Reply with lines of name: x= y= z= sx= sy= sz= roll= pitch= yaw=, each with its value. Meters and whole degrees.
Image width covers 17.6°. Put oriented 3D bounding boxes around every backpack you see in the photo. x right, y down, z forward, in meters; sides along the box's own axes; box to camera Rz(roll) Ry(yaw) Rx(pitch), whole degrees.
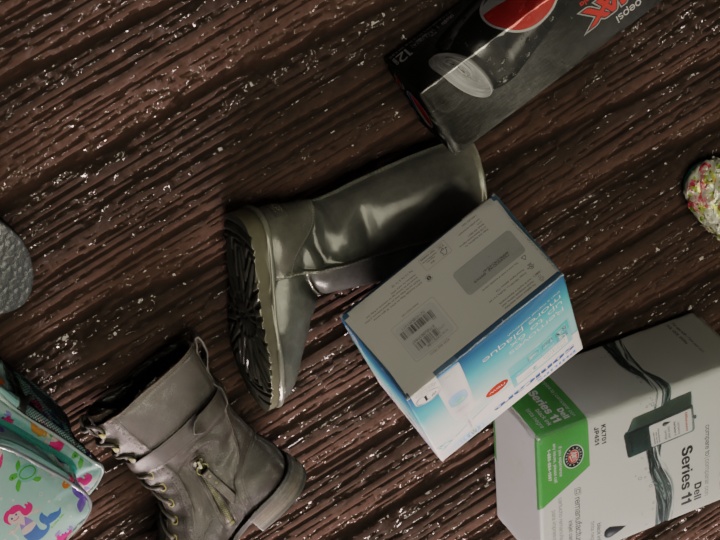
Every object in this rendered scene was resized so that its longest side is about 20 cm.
backpack: x=-0.295 y=0.140 z=1.607 sx=0.178 sy=0.151 sz=0.200 roll=-45 pitch=124 yaw=1

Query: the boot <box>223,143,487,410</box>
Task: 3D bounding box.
boot: x=0.001 y=0.002 z=1.740 sx=0.199 sy=0.073 sz=0.183 roll=-18 pitch=128 yaw=-27

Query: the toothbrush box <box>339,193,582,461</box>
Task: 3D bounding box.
toothbrush box: x=0.079 y=0.047 z=1.737 sx=0.146 sy=0.085 sz=0.200 roll=-38 pitch=162 yaw=-4

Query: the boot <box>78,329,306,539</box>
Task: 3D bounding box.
boot: x=-0.152 y=0.157 z=1.752 sx=0.200 sy=0.069 sz=0.174 roll=-46 pitch=124 yaw=-2

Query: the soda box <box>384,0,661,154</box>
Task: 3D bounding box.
soda box: x=0.121 y=-0.177 z=1.691 sx=0.200 sy=0.063 sz=0.071 roll=-37 pitch=130 yaw=-5

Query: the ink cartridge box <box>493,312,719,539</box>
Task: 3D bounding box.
ink cartridge box: x=0.215 y=0.140 z=1.924 sx=0.199 sy=0.083 sz=0.148 roll=-20 pitch=127 yaw=-19

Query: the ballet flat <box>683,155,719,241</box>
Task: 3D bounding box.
ballet flat: x=0.343 y=-0.030 z=1.905 sx=0.199 sy=0.064 sz=0.076 roll=31 pitch=102 yaw=-38

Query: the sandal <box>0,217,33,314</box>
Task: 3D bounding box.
sandal: x=-0.314 y=-0.021 z=1.566 sx=0.199 sy=0.043 sz=0.077 roll=14 pitch=104 yaw=-24
